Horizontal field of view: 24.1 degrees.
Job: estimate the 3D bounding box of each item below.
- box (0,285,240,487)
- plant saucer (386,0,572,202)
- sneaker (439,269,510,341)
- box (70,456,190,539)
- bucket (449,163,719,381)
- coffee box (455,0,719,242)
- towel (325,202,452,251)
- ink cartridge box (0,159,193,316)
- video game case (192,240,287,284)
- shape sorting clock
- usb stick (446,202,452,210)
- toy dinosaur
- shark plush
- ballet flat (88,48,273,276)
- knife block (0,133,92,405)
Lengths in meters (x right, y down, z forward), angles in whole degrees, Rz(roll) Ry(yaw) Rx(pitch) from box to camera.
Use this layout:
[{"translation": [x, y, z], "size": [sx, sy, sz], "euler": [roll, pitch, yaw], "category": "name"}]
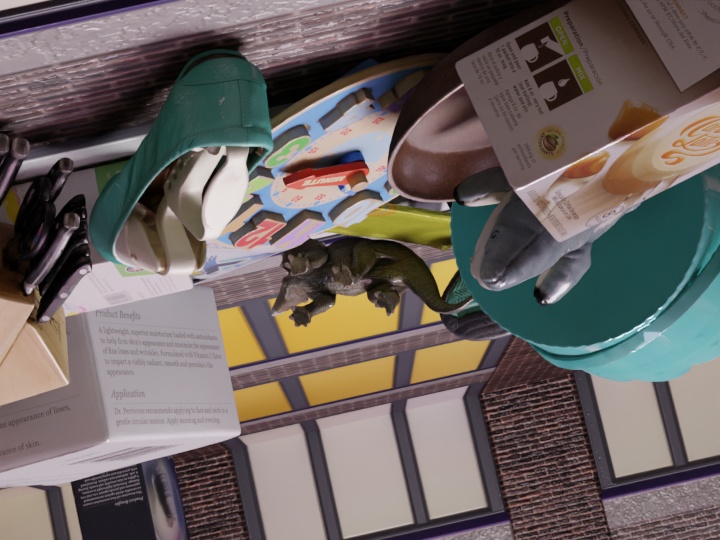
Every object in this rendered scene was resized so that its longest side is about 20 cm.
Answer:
[{"translation": [-0.234, 0.091, 1.320], "size": [0.200, 0.131, 0.199], "euler": [-17, 169, 24], "category": "box"}, {"translation": [0.102, -0.104, 0.978], "size": [0.200, 0.035, 0.200], "euler": [-20, 162, -7], "category": "plant saucer"}, {"translation": [0.151, -0.015, 1.365], "size": [0.200, 0.074, 0.088], "euler": [-38, 180, 9], "category": "sneaker"}, {"translation": [-0.346, 0.349, 2.542], "size": [0.123, 0.199, 0.200], "euler": [-14, 171, 7], "category": "box"}, {"translation": [0.167, -0.027, 1.124], "size": [0.207, 0.208, 0.135], "euler": [-18, 164, 27], "category": "bucket"}, {"translation": [0.164, -0.104, 0.873], "size": [0.200, 0.080, 0.114], "euler": [-27, 161, 11], "category": "coffee box"}, {"translation": [0.019, -0.035, 1.283], "size": [0.200, 0.018, 0.086], "euler": [6, 171, -39], "category": "towel"}, {"translation": [-0.217, -0.009, 1.092], "size": [0.199, 0.068, 0.117], "euler": [-13, 167, -2], "category": "ink cartridge box"}, {"translation": [-0.174, -0.004, 1.312], "size": [0.200, 0.022, 0.182], "euler": [-19, 168, 34], "category": "video game case"}, {"translation": [-0.007, -0.068, 1.032], "size": [0.200, 0.039, 0.200], "euler": [-22, 164, -7], "category": "shape sorting clock"}, {"translation": [0.103, -0.051, 1.371], "size": [0.055, 0.033, 0.200], "euler": [-16, 169, 6], "category": "usb stick"}, {"translation": [0.000, 0.000, 1.352], "size": [0.199, 0.077, 0.102], "euler": [-8, -160, 26], "category": "toy dinosaur"}, {"translation": [0.148, -0.050, 0.978], "size": [0.200, 0.091, 0.083], "euler": [-27, 178, -3], "category": "shark plush"}, {"translation": [-0.103, -0.038, 0.935], "size": [0.067, 0.071, 0.200], "euler": [1, 149, -27], "category": "ballet flat"}, {"translation": [-0.244, 0.007, 0.973], "size": [0.199, 0.064, 0.176], "euler": [-17, 137, 4], "category": "knife block"}]
